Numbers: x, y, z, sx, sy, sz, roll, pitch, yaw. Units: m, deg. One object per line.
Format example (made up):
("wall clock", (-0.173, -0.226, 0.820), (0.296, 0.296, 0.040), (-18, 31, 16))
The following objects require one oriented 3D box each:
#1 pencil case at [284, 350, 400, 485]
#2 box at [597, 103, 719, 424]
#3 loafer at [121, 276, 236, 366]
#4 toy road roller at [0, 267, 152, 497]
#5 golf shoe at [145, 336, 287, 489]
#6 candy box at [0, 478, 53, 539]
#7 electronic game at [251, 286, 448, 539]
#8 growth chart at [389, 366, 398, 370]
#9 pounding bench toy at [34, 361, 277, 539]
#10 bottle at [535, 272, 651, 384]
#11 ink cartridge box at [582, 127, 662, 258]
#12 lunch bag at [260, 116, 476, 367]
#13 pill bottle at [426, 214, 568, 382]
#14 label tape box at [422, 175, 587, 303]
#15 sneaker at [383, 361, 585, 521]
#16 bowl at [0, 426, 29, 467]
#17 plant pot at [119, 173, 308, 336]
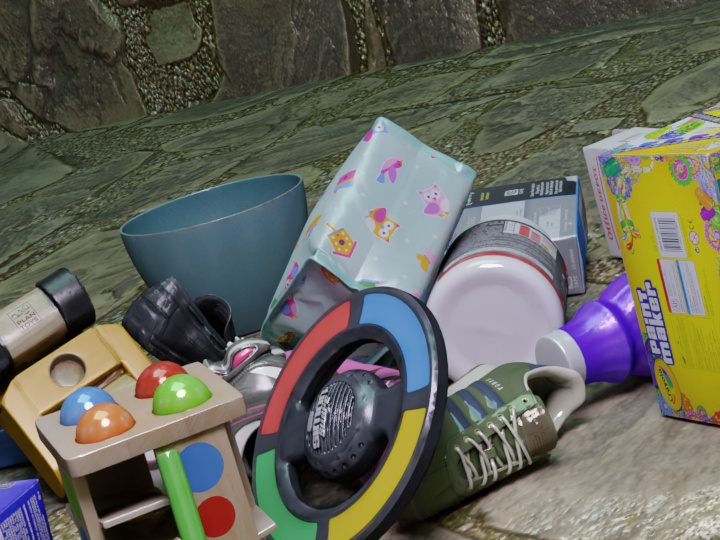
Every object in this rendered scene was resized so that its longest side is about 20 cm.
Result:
("pencil case", (-0.015, 0.114, 1.433), (0.094, 0.091, 0.200), (-56, 25, -15))
("box", (0.299, -0.017, 1.335), (0.191, 0.202, 0.122), (-22, 13, -28))
("loafer", (-0.136, 0.058, 1.653), (0.071, 0.068, 0.200), (-50, -30, 2))
("toy road roller", (-0.255, 0.111, 1.609), (0.122, 0.200, 0.146), (-34, -21, -23))
("golf shoe", (-0.122, 0.139, 1.410), (0.200, 0.088, 0.077), (-44, -27, 19))
("candy box", (-0.338, 0.229, 1.337), (0.168, 0.078, 0.200), (-9, 13, 23))
("electronic game", (-0.010, 0.106, 1.281), (0.041, 0.202, 0.199), (25, -12, -33))
("growth chart", (-0.046, 0.114, 1.609), (0.198, 0.018, 0.145), (-12, 13, 12))
("pounding bench toy", (-0.122, 0.153, 1.217), (0.123, 0.157, 0.200), (-19, 14, -16))
("bottle", (0.227, 0.038, 1.449), (0.199, 0.084, 0.065), (-21, 14, -27))
("ink cartridge box", (0.280, -0.070, 1.771), (0.067, 0.117, 0.200), (-20, 13, -20))
("lunch bag", (0.000, 0.000, 1.590), (0.171, 0.121, 0.200), (-63, 4, -34))
("pill bottle", (0.119, 0.021, 1.578), (0.115, 0.117, 0.200), (-13, 13, 11))
("label tape box", (0.117, -0.025, 1.799), (0.198, 0.067, 0.144), (-6, 26, 10))
("sneaker", (0.094, 0.114, 1.323), (0.089, 0.068, 0.200), (-6, 17, 32))
("bowl", (-0.310, 0.137, 1.773), (0.199, 0.040, 0.201), (-15, 13, 3))
("plant pot", (-0.138, -0.007, 1.956), (0.198, 0.136, 0.200), (-15, 13, 4))
